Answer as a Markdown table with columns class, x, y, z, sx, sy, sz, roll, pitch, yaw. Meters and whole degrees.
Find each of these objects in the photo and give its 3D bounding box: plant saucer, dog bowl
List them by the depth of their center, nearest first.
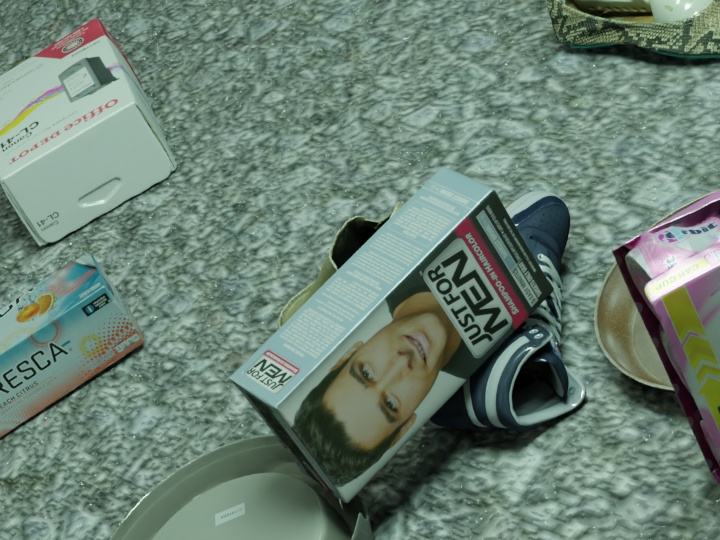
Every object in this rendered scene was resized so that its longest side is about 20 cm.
| class | x | y | z | sx | sy | sz | roll | pitch | yaw |
| --- | --- | --- | --- | --- | --- | --- | --- | --- | --- |
| dog bowl | -0.078 | 0.199 | 1.333 | 0.199 | 0.059 | 0.200 | -20 | 35 | 14 |
| plant saucer | 0.252 | 0.015 | 1.342 | 0.199 | 0.032 | 0.201 | -21 | 35 | 15 |

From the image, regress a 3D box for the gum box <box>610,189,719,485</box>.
| class | x | y | z | sx | sy | sz | roll | pitch | yaw |
| --- | --- | --- | --- | --- | --- | --- | --- | --- | --- |
| gum box | 0.233 | 0.040 | 1.171 | 0.113 | 0.200 | 0.066 | -29 | 33 | 0 |

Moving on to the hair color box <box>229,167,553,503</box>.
| class | x | y | z | sx | sy | sz | roll | pitch | yaw |
| --- | --- | --- | --- | --- | --- | --- | --- | --- | --- |
| hair color box | 0.023 | 0.040 | 1.310 | 0.200 | 0.099 | 0.061 | -45 | 37 | -13 |

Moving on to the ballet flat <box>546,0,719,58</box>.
| class | x | y | z | sx | sy | sz | roll | pitch | yaw |
| --- | --- | --- | --- | --- | --- | --- | --- | --- | --- |
| ballet flat | 0.224 | -0.210 | 1.615 | 0.199 | 0.075 | 0.068 | 10 | 50 | 44 |

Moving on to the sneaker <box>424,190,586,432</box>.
| class | x | y | z | sx | sy | sz | roll | pitch | yaw |
| --- | --- | --- | --- | --- | --- | --- | --- | --- | --- |
| sneaker | 0.119 | 0.030 | 1.390 | 0.108 | 0.070 | 0.200 | 5 | 52 | 45 |

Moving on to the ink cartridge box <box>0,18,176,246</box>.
| class | x | y | z | sx | sy | sz | roll | pitch | yaw |
| --- | --- | --- | --- | --- | --- | --- | --- | --- | --- |
| ink cartridge box | -0.267 | -0.131 | 1.881 | 0.147 | 0.086 | 0.200 | -31 | 32 | -1 |

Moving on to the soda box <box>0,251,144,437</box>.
| class | x | y | z | sx | sy | sz | roll | pitch | yaw |
| --- | --- | --- | --- | --- | --- | --- | --- | --- | --- |
| soda box | -0.277 | 0.074 | 1.635 | 0.200 | 0.069 | 0.064 | -33 | 34 | -2 |

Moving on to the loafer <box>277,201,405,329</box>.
| class | x | y | z | sx | sy | sz | roll | pitch | yaw |
| --- | --- | --- | --- | --- | --- | --- | --- | --- | --- |
| loafer | 0.000 | 0.000 | 1.479 | 0.200 | 0.067 | 0.076 | -32 | 22 | 43 |
